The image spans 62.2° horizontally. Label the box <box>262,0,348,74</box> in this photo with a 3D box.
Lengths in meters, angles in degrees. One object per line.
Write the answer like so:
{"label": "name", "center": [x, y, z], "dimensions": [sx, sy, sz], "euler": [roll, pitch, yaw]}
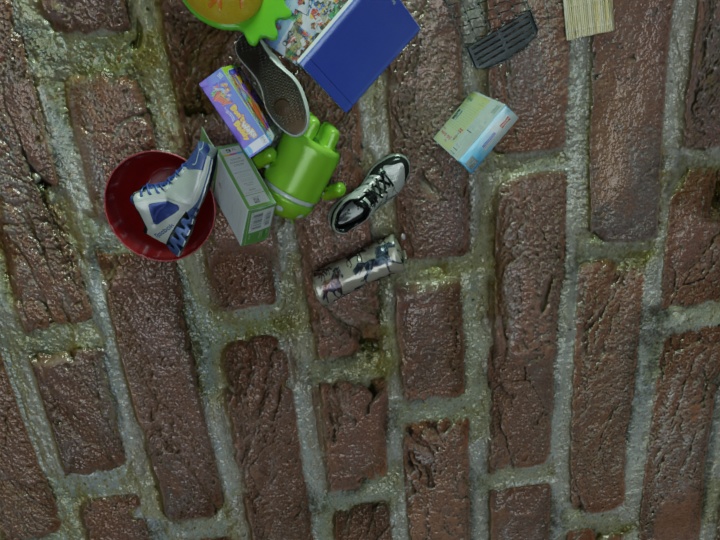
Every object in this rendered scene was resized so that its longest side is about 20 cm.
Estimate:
{"label": "box", "center": [-0.066, -0.454, 1.051], "dimensions": [0.135, 0.038, 0.202], "euler": [31, 105, -14]}

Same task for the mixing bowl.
{"label": "mixing bowl", "center": [-0.361, -0.131, 1.113], "dimensions": [0.196, 0.109, 0.204], "euler": [-1, 111, -4]}

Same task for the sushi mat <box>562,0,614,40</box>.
{"label": "sushi mat", "center": [0.405, -0.526, 1.069], "dimensions": [0.094, 0.012, 0.204], "euler": [-13, 111, 2]}

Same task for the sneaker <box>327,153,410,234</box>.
{"label": "sneaker", "center": [0.022, -0.139, 1.147], "dimensions": [0.200, 0.088, 0.076], "euler": [-43, 106, 10]}

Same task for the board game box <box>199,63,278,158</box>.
{"label": "board game box", "center": [-0.200, -0.278, 1.021], "dimensions": [0.044, 0.201, 0.136], "euler": [-31, 110, 8]}

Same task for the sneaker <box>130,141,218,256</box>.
{"label": "sneaker", "center": [-0.325, -0.130, 1.016], "dimensions": [0.113, 0.081, 0.202], "euler": [23, 108, -14]}

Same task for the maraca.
{"label": "maraca", "center": [-0.211, -0.461, 0.996], "dimensions": [0.198, 0.107, 0.139], "euler": [32, 86, -3]}

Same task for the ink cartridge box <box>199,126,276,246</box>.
{"label": "ink cartridge box", "center": [-0.228, -0.158, 1.087], "dimensions": [0.059, 0.202, 0.104], "euler": [-20, 155, -29]}

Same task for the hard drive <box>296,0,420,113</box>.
{"label": "hard drive", "center": [-0.001, -0.397, 1.050], "dimensions": [0.200, 0.025, 0.131], "euler": [-46, 131, 8]}

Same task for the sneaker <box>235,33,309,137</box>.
{"label": "sneaker", "center": [-0.139, -0.320, 1.047], "dimensions": [0.072, 0.085, 0.202], "euler": [-31, 83, 12]}

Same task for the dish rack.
{"label": "dish rack", "center": [0.230, -0.470, 1.057], "dimensions": [0.151, 0.055, 0.202], "euler": [-27, 110, 7]}

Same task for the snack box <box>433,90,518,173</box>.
{"label": "snack box", "center": [0.197, -0.250, 1.056], "dimensions": [0.037, 0.201, 0.117], "euler": [35, 105, -18]}

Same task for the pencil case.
{"label": "pencil case", "center": [0.000, 0.000, 1.202], "dimensions": [0.197, 0.089, 0.079], "euler": [-25, 82, 5]}

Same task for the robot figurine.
{"label": "robot figurine", "center": [-0.113, -0.185, 1.105], "dimensions": [0.173, 0.116, 0.202], "euler": [21, 109, -30]}
